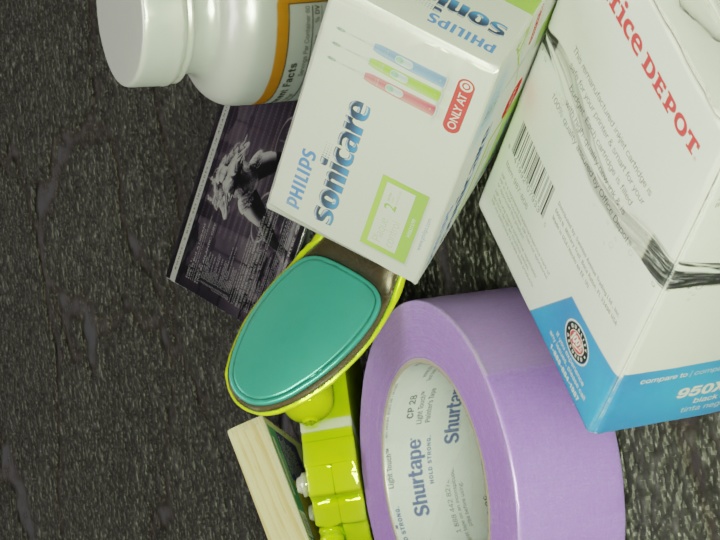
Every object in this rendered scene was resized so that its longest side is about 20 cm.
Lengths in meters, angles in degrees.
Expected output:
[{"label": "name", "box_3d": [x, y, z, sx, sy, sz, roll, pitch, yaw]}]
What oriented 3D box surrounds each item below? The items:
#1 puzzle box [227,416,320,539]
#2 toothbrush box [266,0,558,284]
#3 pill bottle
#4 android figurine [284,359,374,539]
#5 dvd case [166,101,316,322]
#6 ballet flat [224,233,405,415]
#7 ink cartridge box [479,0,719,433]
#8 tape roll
[{"label": "puzzle box", "box_3d": [-0.023, 0.194, 1.511, 0.133, 0.025, 0.201, 49, -161, -72]}, {"label": "toothbrush box", "box_3d": [0.046, -0.118, 1.149, 0.086, 0.200, 0.146, 28, 137, 7]}, {"label": "pill bottle", "box_3d": [-0.036, -0.148, 1.327, 0.111, 0.199, 0.112, 173, 90, -67]}, {"label": "android figurine", "box_3d": [-0.018, 0.092, 1.478, 0.182, 0.041, 0.201, 73, -170, -64]}, {"label": "dvd case", "box_3d": [-0.060, -0.047, 1.475, 0.200, 0.016, 0.149, 24, 97, 66]}, {"label": "ballet flat", "box_3d": [0.000, 0.000, 1.357, 0.067, 0.200, 0.067, 32, 174, 17]}, {"label": "ink cartridge box", "box_3d": [0.137, -0.047, 1.092, 0.200, 0.084, 0.145, 109, 146, -48]}, {"label": "tape roll", "box_3d": [0.068, 0.112, 1.331, 0.200, 0.065, 0.201, 173, 90, -68]}]
